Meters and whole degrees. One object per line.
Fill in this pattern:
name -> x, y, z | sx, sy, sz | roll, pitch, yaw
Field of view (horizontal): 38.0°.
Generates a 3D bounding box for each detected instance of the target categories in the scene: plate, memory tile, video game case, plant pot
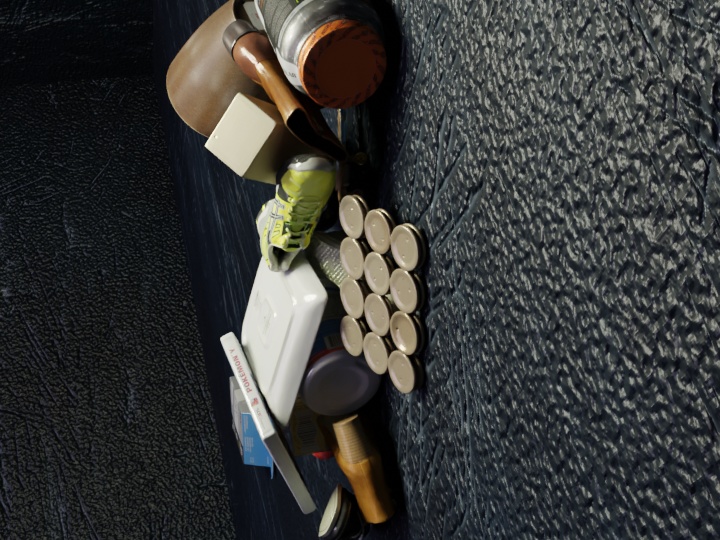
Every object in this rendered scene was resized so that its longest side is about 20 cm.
plate -> -0.110, 0.067, 1.348 | 0.201, 0.032, 0.202 | -124, 45, -54
memory tile -> 0.024, 0.026, 1.181 | 0.153, 0.017, 0.203 | 31, 127, 48
video game case -> -0.124, 0.207, 1.407 | 0.201, 0.023, 0.183 | 71, 171, -48
plant pot -> -0.186, -0.334, 1.623 | 0.200, 0.184, 0.190 | -47, 51, 52

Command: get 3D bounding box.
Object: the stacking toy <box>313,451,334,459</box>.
stacking toy -> -0.085, 0.226, 1.654 | 0.200, 0.084, 0.087 | -125, 31, -53

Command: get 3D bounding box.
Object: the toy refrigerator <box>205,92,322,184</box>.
toy refrigerator -> -0.105, -0.154, 1.270 | 0.070, 0.076, 0.200 | 39, -168, 16

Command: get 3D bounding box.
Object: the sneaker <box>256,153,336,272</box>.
sneaker -> -0.071, -0.068, 1.248 | 0.201, 0.074, 0.078 | 122, 144, -57

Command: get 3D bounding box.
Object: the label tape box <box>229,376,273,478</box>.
label tape box -> -0.240, 0.345, 2.312 | 0.201, 0.065, 0.146 | -117, 25, -56

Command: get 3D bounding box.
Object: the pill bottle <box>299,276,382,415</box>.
pill bottle -> -0.049, 0.083, 1.382 | 0.201, 0.110, 0.114 | -113, 22, -48

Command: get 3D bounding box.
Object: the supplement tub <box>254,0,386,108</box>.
supplement tub -> -0.044, -0.274, 1.169 | 0.201, 0.120, 0.124 | -113, 21, -47

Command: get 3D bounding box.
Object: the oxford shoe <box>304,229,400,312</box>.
oxford shoe -> 0.000, 0.000, 1.276 | 0.199, 0.057, 0.077 | 36, 128, 50

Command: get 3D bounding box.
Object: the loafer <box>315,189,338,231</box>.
loafer -> -0.056, -0.086, 1.408 | 0.071, 0.068, 0.201 | 55, -179, -17

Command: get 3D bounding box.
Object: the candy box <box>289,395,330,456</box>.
candy box -> -0.071, 0.163, 1.522 | 0.115, 0.054, 0.204 | 22, -122, -74

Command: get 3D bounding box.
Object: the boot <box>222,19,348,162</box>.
boot -> -0.060, -0.200, 1.237 | 0.188, 0.068, 0.201 | 39, -169, -51

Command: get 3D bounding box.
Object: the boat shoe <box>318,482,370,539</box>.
boat shoe -> -0.017, 0.328, 1.391 | 0.200, 0.067, 0.073 | 80, -148, -79

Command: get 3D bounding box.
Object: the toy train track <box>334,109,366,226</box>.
toy train track -> -0.011, -0.158, 1.288 | 0.115, 0.032, 0.204 | -176, 85, -82

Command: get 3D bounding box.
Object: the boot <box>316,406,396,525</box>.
boot -> -0.003, 0.257, 1.384 | 0.201, 0.070, 0.146 | -174, 66, -85
